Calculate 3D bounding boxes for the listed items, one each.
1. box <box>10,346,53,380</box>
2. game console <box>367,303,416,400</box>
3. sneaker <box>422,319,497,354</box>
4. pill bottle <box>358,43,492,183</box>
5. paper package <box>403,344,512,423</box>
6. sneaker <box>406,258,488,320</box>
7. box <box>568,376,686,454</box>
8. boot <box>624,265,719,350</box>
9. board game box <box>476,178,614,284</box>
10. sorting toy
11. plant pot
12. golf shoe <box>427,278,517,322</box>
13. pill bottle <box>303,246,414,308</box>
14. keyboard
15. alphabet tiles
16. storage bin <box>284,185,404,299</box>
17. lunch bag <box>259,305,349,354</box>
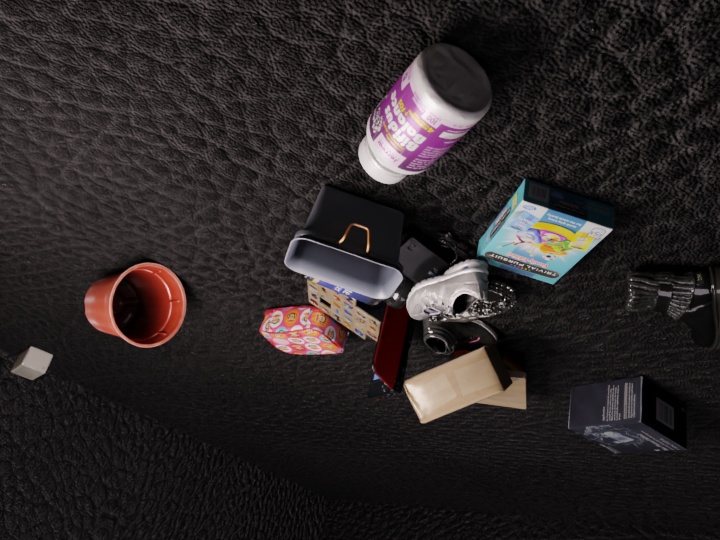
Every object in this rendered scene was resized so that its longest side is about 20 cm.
[{"bbox_3d":[-1.280,0.363,2.512,0.095,0.078,0.200,32,147,-29],"label":"box"},{"bbox_3d":[0.046,0.165,1.427,0.118,0.201,0.172,28,149,-22],"label":"game console"},{"bbox_3d":[0.215,0.151,1.429,0.199,0.100,0.071,24,148,-19],"label":"sneaker"},{"bbox_3d":[0.076,-0.199,0.867,0.112,0.113,0.200,24,149,-17],"label":"pill bottle"},{"bbox_3d":[0.222,0.249,1.439,0.199,0.104,0.191,-26,168,15],"label":"paper package"},{"bbox_3d":[0.154,0.053,1.178,0.074,0.082,0.200,14,147,-30],"label":"sneaker"},{"bbox_3d":[0.652,0.359,1.577,0.196,0.118,0.200,30,149,-26],"label":"box"},{"bbox_3d":[0.554,0.067,1.143,0.157,0.080,0.212,-7,135,22],"label":"boot"},{"bbox_3d":[0.301,-0.058,1.078,0.150,0.047,0.200,17,151,-4],"label":"board game box"},{"bbox_3d":[0.317,0.267,1.617,0.199,0.070,0.199,5,149,18],"label":"sorting toy"},{"bbox_3d":[-0.573,0.084,1.600,0.195,0.202,0.201,-1,148,42],"label":"plant pot"},{"bbox_3d":[0.233,0.064,1.317,0.199,0.078,0.094,-9,166,34],"label":"golf shoe"},{"bbox_3d":[0.000,0.000,1.252,0.199,0.112,0.112,22,150,-13],"label":"pill bottle"},{"bbox_3d":[0.159,-0.007,1.216,0.200,0.021,0.127,35,123,-24],"label":"keyboard"},{"bbox_3d":[-0.039,0.084,1.448,0.199,0.008,0.167,33,154,15],"label":"alphabet tiles"},{"bbox_3d":[-0.015,-0.060,1.130,0.199,0.135,0.146,18,151,-7],"label":"storage bin"},{"bbox_3d":[-0.135,0.162,1.628,0.199,0.082,0.176,-5,146,30],"label":"lunch bag"}]
